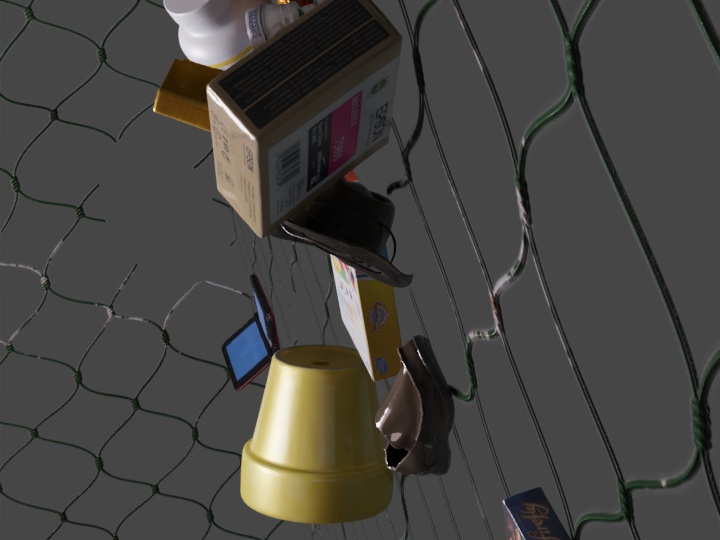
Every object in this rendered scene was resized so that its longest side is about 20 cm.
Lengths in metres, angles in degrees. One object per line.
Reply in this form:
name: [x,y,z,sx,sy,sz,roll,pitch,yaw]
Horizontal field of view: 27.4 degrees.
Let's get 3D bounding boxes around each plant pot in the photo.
plant pot: [-0.054,0.201,1.897,0.201,0.199,0.190,-135,46,-73]

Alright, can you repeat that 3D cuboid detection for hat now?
hat: [-0.019,-0.054,1.477,0.201,0.199,0.081,167,126,-81]

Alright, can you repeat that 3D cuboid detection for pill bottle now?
pill bottle: [-0.133,-0.254,1.657,0.200,0.112,0.112,50,-167,-46]

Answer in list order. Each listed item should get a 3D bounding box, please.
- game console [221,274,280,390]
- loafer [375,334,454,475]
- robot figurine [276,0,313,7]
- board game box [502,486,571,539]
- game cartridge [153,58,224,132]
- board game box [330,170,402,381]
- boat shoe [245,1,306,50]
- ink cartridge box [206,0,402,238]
game console: [-0.252,0.134,3.257,0.200,0.118,0.173,-119,17,-58]
loafer: [0.051,0.146,1.471,0.201,0.071,0.073,84,168,-46]
robot figurine: [-0.096,-0.368,1.618,0.200,0.058,0.146,-117,16,-53]
board game box: [0.160,0.279,1.108,0.200,0.034,0.136,-117,16,-56]
game cartridge: [-0.104,-0.161,1.501,0.176,0.199,0.033,-96,26,-71]
board game box: [0.000,0.000,1.663,0.153,0.040,0.201,-119,17,-60]
boat shoe: [-0.059,-0.232,1.572,0.200,0.065,0.074,24,-126,-73]
ink cartridge box: [-0.050,-0.138,1.317,0.075,0.164,0.200,48,164,16]
